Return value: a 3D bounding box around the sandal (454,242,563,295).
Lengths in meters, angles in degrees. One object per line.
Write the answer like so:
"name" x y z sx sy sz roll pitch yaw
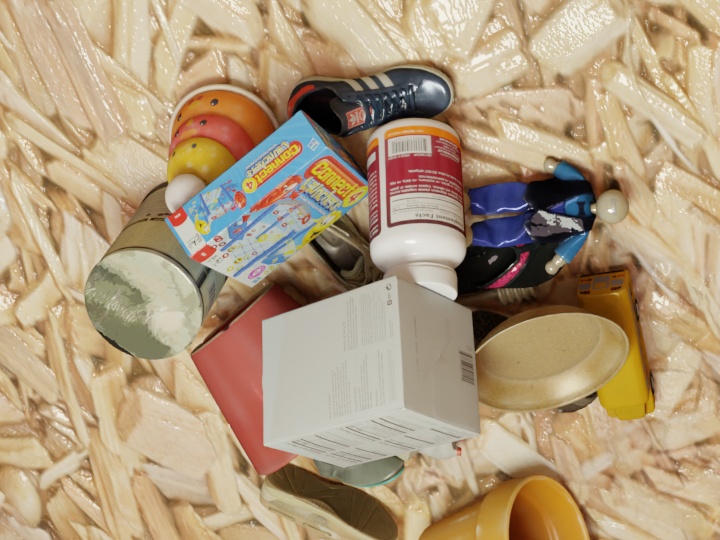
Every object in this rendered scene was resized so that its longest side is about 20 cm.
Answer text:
"sandal" 0.162 -0.009 1.717 0.198 0.045 0.076 -16 77 21

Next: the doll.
"doll" 0.216 -0.064 1.665 0.198 0.048 0.138 -6 84 10

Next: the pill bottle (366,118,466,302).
"pill bottle" 0.064 -0.063 1.626 0.112 0.202 0.113 -1 158 0

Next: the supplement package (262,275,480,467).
"supplement package" 0.010 0.120 1.599 0.199 0.153 0.150 -19 153 34

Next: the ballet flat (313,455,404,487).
"ballet flat" -0.014 0.241 1.841 0.064 0.067 0.200 57 155 -12

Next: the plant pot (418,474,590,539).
"plant pot" 0.178 0.385 1.867 0.182 0.200 0.201 -19 113 37

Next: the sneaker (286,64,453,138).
"sneaker" 0.009 -0.189 1.646 0.198 0.085 0.076 -5 116 14

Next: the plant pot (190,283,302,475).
"plant pot" -0.107 0.128 1.788 0.200 0.201 0.178 -37 96 26

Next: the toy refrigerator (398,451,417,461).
"toy refrigerator" 0.067 0.130 1.749 0.076 0.070 0.201 30 128 22

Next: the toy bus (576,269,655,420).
"toy bus" 0.316 0.098 1.737 0.064 0.078 0.201 -9 115 16

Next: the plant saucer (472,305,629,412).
"plant saucer" 0.215 0.098 1.661 0.198 0.036 0.201 -7 142 -5

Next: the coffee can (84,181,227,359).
"coffee can" -0.236 -0.005 1.729 0.145 0.200 0.148 5 118 9

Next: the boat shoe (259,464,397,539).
"boat shoe" -0.044 0.334 1.948 0.199 0.071 0.065 26 126 7

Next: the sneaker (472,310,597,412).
"sneaker" 0.200 0.125 1.776 0.199 0.071 0.076 31 141 -10

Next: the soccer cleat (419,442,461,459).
"soccer cleat" 0.093 0.161 1.826 0.077 0.069 0.202 4 121 13

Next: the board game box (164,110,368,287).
"board game box" -0.098 -0.076 1.620 0.195 0.200 0.056 -38 72 7

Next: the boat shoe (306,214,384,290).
"boat shoe" 0.000 0.000 1.750 0.200 0.065 0.072 45 115 -7

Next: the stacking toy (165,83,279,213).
"stacking toy" -0.178 -0.120 1.656 0.145 0.200 0.147 5 118 9

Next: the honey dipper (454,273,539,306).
"honey dipper" 0.126 0.041 1.773 0.198 0.038 0.038 -16 113 21
